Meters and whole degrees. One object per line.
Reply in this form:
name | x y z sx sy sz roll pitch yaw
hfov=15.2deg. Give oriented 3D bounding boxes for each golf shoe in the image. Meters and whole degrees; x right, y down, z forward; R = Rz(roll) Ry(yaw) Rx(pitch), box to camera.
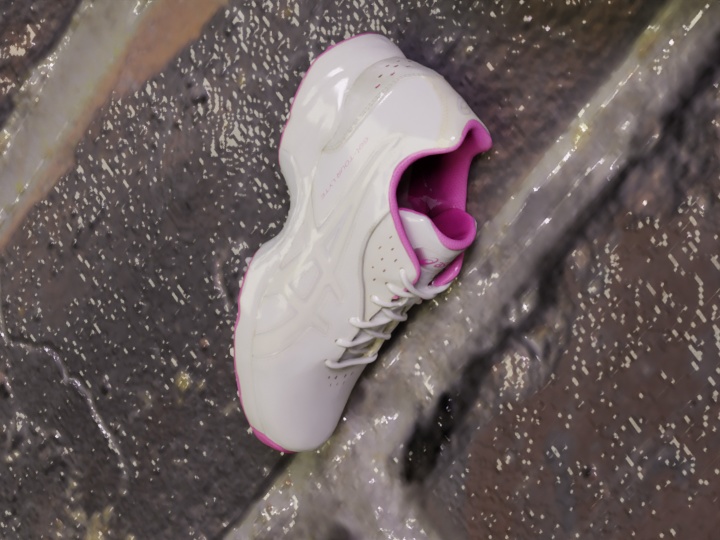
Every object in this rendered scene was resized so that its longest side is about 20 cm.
golf shoe | 0.000 0.000 1.201 0.091 0.075 0.201 28 117 32
